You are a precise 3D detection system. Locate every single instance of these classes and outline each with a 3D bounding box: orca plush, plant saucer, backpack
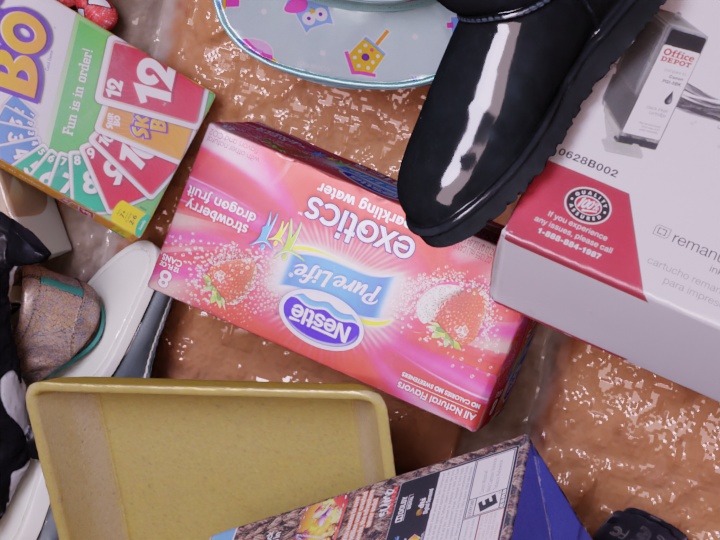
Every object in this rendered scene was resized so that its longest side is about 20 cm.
[{"bbox_3d":[-0.210,0.071,1.157,0.105,0.071,0.200,26,117,-4],"label":"orca plush"},{"bbox_3d":[-0.069,0.133,1.189,0.200,0.048,0.200,1,123,12],"label":"plant saucer"},{"bbox_3d":[0.007,-0.191,1.121,0.176,0.153,0.200,8,104,7],"label":"backpack"}]

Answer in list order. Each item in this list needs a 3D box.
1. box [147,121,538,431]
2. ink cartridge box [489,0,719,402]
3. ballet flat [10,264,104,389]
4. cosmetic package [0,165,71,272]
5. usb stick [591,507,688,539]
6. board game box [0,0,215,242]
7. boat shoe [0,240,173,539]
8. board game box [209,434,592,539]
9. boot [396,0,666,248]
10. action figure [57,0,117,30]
[{"bbox_3d":[0.000,0.000,1.165,0.200,0.095,0.100,24,100,10],"label":"box"},{"bbox_3d":[0.172,-0.054,1.076,0.147,0.083,0.200,24,67,10],"label":"ink cartridge box"},{"bbox_3d":[-0.234,0.059,1.228,0.200,0.067,0.068,-39,42,21],"label":"ballet flat"},{"bbox_3d":[-0.253,-0.085,1.231,0.105,0.071,0.200,-21,90,14],"label":"cosmetic package"},{"bbox_3d":[0.102,0.203,1.129,0.055,0.200,0.033,25,145,32],"label":"usb stick"},{"bbox_3d":[-0.188,-0.106,1.184,0.200,0.030,0.096,29,76,-10],"label":"board game box"},{"bbox_3d":[-0.149,0.079,1.238,0.062,0.073,0.200,23,94,-33],"label":"boat shoe"},{"bbox_3d":[0.010,0.193,1.083,0.200,0.159,0.097,-20,117,25],"label":"board game box"},{"bbox_3d":[0.046,-0.132,1.014,0.162,0.073,0.198,43,81,-29],"label":"boot"},{"bbox_3d":[-0.208,-0.212,1.223,0.065,0.052,0.200,-44,87,10],"label":"action figure"}]
